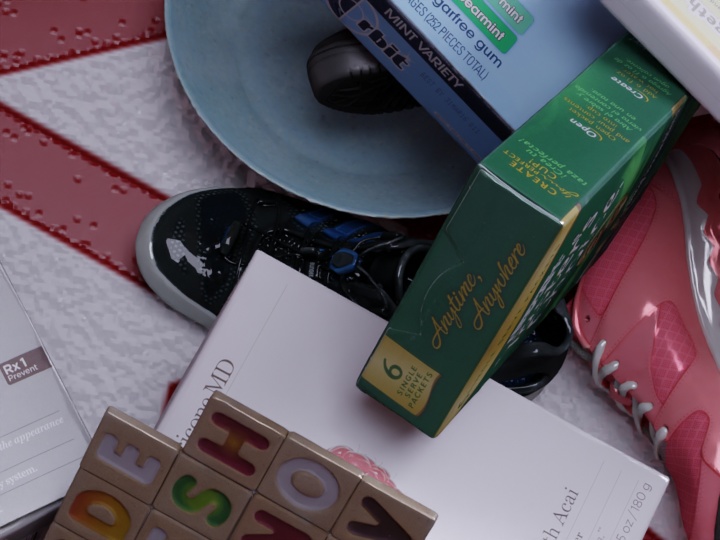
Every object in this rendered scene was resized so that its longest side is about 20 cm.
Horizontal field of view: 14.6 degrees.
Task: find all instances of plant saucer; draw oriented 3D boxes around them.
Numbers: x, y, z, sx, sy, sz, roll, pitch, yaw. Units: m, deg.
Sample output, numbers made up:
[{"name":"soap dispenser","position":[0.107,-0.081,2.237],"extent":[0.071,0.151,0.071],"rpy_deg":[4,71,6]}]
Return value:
[{"name":"plant saucer","position":[0.005,-0.105,1.308],"extent":[0.200,0.039,0.202],"rpy_deg":[5,62,-9]}]

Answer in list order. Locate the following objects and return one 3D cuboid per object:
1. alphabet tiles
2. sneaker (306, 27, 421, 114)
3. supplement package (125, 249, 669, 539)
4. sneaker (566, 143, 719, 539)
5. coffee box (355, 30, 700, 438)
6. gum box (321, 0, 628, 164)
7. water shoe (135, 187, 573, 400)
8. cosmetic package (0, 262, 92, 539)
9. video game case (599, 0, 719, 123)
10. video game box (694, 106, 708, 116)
[{"name":"alphabet tiles","position":[-0.052,0.140,1.131],"extent":[0.167,0.200,0.008],"rpy_deg":[29,37,0]},{"name":"sneaker","position":[0.055,-0.137,1.277],"extent":[0.199,0.060,0.105],"rpy_deg":[-11,74,-24]},{"name":"supplement package","position":[0.006,0.106,1.188],"extent":[0.199,0.120,0.122],"rpy_deg":[29,66,0]},{"name":"sneaker","position":[0.133,0.041,1.280],"extent":[0.086,0.074,0.201],"rpy_deg":[-5,66,0]},{"name":"coffee box","position":[0.078,-0.023,1.158],"extent":[0.044,0.123,0.200],"rpy_deg":[36,33,9]},{"name":"gum box","position":[0.062,-0.171,1.230],"extent":[0.170,0.045,0.200],"rpy_deg":[45,61,-8]},{"name":"water shoe","position":[0.000,0.000,1.250],"extent":[0.199,0.079,0.072],"rpy_deg":[17,66,-6]},{"name":"cosmetic package","position":[-0.197,0.033,1.191],"extent":[0.107,0.090,0.201],"rpy_deg":[-27,80,-17]},{"name":"video game case","position":[0.207,-0.101,1.212],"extent":[0.200,0.023,0.182],"rpy_deg":[46,46,1]},{"name":"video game box","position":[0.181,-0.172,1.376],"extent":[0.199,0.047,0.183],"rpy_deg":[-13,75,-17]}]
